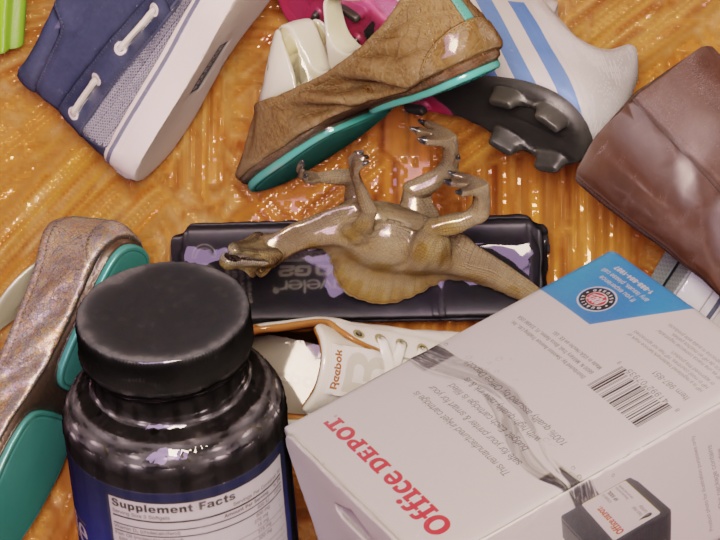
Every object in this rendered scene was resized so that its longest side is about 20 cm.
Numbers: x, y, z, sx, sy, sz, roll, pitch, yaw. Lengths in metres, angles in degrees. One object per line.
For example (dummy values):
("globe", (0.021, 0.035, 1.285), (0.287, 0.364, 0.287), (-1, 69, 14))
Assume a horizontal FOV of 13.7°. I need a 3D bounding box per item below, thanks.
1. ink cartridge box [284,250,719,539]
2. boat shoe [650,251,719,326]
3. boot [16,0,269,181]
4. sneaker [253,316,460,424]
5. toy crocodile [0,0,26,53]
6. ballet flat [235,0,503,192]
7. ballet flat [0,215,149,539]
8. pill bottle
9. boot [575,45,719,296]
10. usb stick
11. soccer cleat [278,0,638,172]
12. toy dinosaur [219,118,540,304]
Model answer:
("ink cartridge box", (0.086, 0.093, 1.448), (0.200, 0.145, 0.084), (-28, 126, -17))
("boat shoe", (0.218, -0.042, 1.542), (0.067, 0.074, 0.200), (33, 92, -17))
("boot", (-0.102, -0.147, 1.554), (0.090, 0.073, 0.200), (39, 113, 8))
("sneaker", (0.015, 0.064, 1.541), (0.199, 0.085, 0.073), (3, 84, 5))
("toy crocodile", (-0.275, -0.153, 1.611), (0.199, 0.062, 0.068), (7, 125, 6))
("ballet flat", (-0.007, -0.103, 1.522), (0.068, 0.200, 0.073), (-23, 88, -38))
("ballet flat", (-0.179, 0.062, 1.583), (0.067, 0.068, 0.200), (24, 82, 28))
("pill bottle", (-0.089, 0.101, 1.489), (0.111, 0.112, 0.201), (1, 124, 7))
("boot", (0.222, -0.055, 1.463), (0.186, 0.064, 0.200), (-45, 66, 8))
("usb stick", (0.000, 0.000, 1.575), (0.199, 0.033, 0.056), (-1, 95, 7))
("soccer cleat", (0.053, -0.120, 1.569), (0.200, 0.070, 0.086), (28, 55, 18))
("toy dinosaur", (0.031, -0.019, 1.527), (0.199, 0.058, 0.101), (11, 127, -10))
